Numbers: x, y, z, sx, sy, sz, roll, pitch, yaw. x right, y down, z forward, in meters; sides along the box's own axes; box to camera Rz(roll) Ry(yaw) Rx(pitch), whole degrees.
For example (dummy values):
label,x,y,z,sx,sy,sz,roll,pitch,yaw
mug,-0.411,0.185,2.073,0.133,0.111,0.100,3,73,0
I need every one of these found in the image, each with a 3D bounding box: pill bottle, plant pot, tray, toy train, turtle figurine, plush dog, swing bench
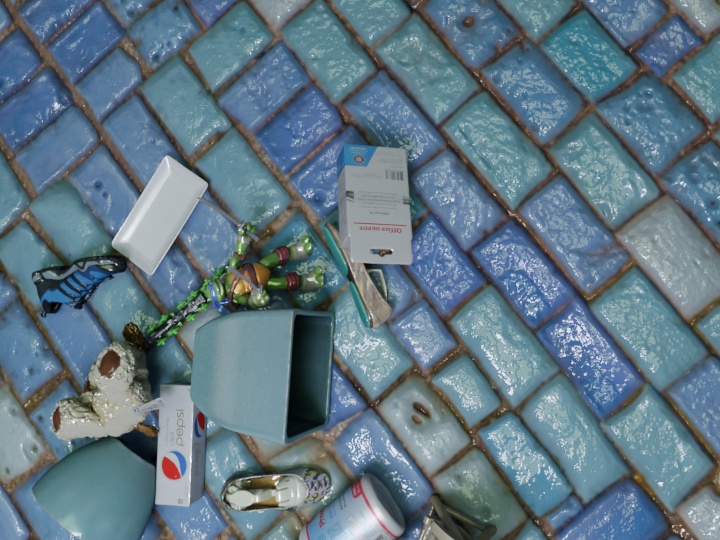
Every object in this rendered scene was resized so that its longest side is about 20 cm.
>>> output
label,x,y,z,sx,sy,sz,roll,pitch,yaw
pill bottle,-0.030,0.439,0.987,0.199,0.109,0.110,-40,81,2
plant pot,-0.426,0.365,1.023,0.198,0.201,0.136,33,70,10
tray,-0.374,-0.103,1.129,0.106,0.022,0.203,33,90,9
plant pot,-0.168,0.160,0.997,0.194,0.196,0.202,3,85,17
toy train,-0.302,0.063,1.086,0.199,0.056,0.042,-39,95,3
turtle figurine,-0.158,-0.013,0.996,0.190,0.144,0.205,-12,120,-28
plush dog,-0.418,0.195,1.047,0.200,0.159,0.173,-45,36,14
swing bench,0.127,0.488,0.914,0.127,0.200,0.204,22,88,9

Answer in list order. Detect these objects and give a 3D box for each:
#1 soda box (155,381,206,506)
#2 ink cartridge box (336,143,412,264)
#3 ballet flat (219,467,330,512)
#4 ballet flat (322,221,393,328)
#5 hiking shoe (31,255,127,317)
label,x,y,z,sx,sy,sz,roll,pitch,yaw
soda box,-0.315,0.303,1.064,0.066,0.064,0.206,0,84,9
ink cartridge box,0.022,-0.102,1.016,0.112,0.067,0.206,2,75,-17
ballet flat,-0.150,0.382,1.030,0.194,0.072,0.074,-7,84,7
ballet flat,0.000,0.000,1.053,0.066,0.068,0.204,-23,87,-14
hiking shoe,-0.514,0.025,1.120,0.195,0.074,0.089,-13,90,17
